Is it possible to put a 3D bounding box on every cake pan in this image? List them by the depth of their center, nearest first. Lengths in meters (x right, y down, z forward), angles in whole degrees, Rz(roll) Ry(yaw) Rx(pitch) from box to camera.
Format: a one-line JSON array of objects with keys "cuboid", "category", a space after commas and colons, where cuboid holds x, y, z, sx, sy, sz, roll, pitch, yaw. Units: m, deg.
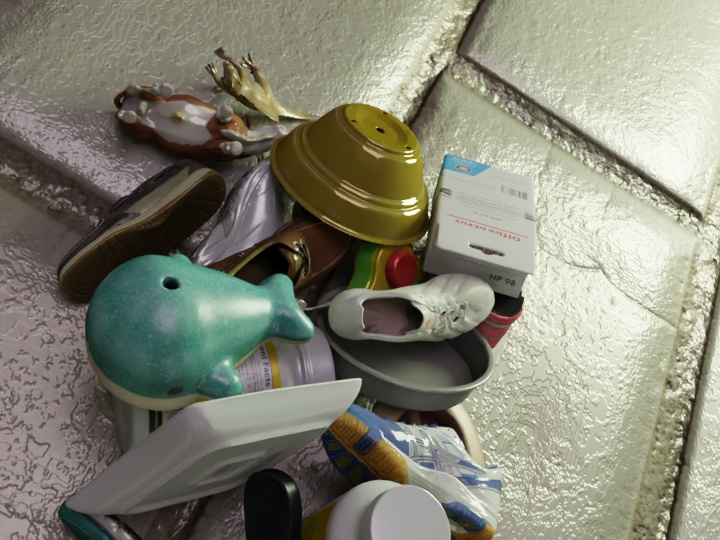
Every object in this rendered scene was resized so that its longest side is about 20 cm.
[{"cuboid": [0.044, 0.081, 0.913, 0.197, 0.037, 0.201, 14, 26, -7], "category": "cake pan"}]

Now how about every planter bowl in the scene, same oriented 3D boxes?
[{"cuboid": [0.007, -0.125, 0.943, 0.198, 0.084, 0.202, 22, 32, -14], "category": "planter bowl"}]

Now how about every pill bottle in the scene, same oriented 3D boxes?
[{"cuboid": [0.004, 0.250, 0.769, 0.103, 0.200, 0.106, 10, 62, -19], "category": "pill bottle"}, {"cuboid": [-0.131, 0.110, 0.829, 0.197, 0.114, 0.116, -4, 67, -26], "category": "pill bottle"}]

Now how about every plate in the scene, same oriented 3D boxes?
[{"cuboid": [-0.117, 0.156, 0.728, 0.199, 0.199, 0.033, 0, 59, -50], "category": "plate"}]

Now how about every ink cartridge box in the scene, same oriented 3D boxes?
[{"cuboid": [0.135, -0.043, 0.972, 0.114, 0.067, 0.201, 16, 37, -1], "category": "ink cartridge box"}]

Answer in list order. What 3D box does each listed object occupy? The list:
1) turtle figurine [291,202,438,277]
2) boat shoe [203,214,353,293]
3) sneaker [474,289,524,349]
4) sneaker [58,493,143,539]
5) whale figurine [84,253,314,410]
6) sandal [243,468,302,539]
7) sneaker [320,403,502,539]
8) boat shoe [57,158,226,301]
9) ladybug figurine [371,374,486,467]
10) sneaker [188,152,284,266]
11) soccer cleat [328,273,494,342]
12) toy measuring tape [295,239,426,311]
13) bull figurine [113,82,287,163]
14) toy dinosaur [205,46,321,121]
[{"cuboid": [0.010, -0.058, 1.006, 0.160, 0.064, 0.202, -21, 76, -31], "category": "turtle figurine"}, {"cuboid": [-0.077, -0.003, 0.876, 0.199, 0.068, 0.073, -30, 103, -30], "category": "boat shoe"}, {"cuboid": [0.139, 0.014, 1.030, 0.073, 0.088, 0.201, 10, 38, -9], "category": "sneaker"}, {"cuboid": [-0.203, 0.281, 0.739, 0.079, 0.078, 0.201, -35, 81, -21], "category": "sneaker"}, {"cuboid": [-0.134, 0.037, 0.737, 0.197, 0.104, 0.160, -10, 53, -27], "category": "whale figurine"}, {"cuboid": [-0.086, 0.280, 0.760, 0.048, 0.075, 0.204, -7, 93, -53], "category": "sandal"}, {"cuboid": [0.050, 0.180, 0.826, 0.199, 0.075, 0.089, 38, 45, -9], "category": "sneaker"}, {"cuboid": [-0.231, -0.045, 0.893, 0.199, 0.074, 0.065, -37, 52, -23], "category": "boat shoe"}, {"cuboid": [0.064, 0.212, 0.892, 0.134, 0.072, 0.203, 2, 64, -22], "category": "ladybug figurine"}, {"cuboid": [-0.114, -0.039, 0.944, 0.099, 0.078, 0.202, 35, 64, -14], "category": "sneaker"}, {"cuboid": [0.062, 0.043, 0.867, 0.197, 0.077, 0.070, -4, 96, -28], "category": "soccer cleat"}, {"cuboid": [0.000, 0.000, 0.912, 0.198, 0.073, 0.074, -8, 68, -43], "category": "toy measuring tape"}, {"cuboid": [-0.177, -0.160, 0.952, 0.197, 0.121, 0.066, 11, 89, -12], "category": "bull figurine"}, {"cuboid": [-0.123, -0.207, 1.016, 0.101, 0.058, 0.199, 48, 17, 24], "category": "toy dinosaur"}]
